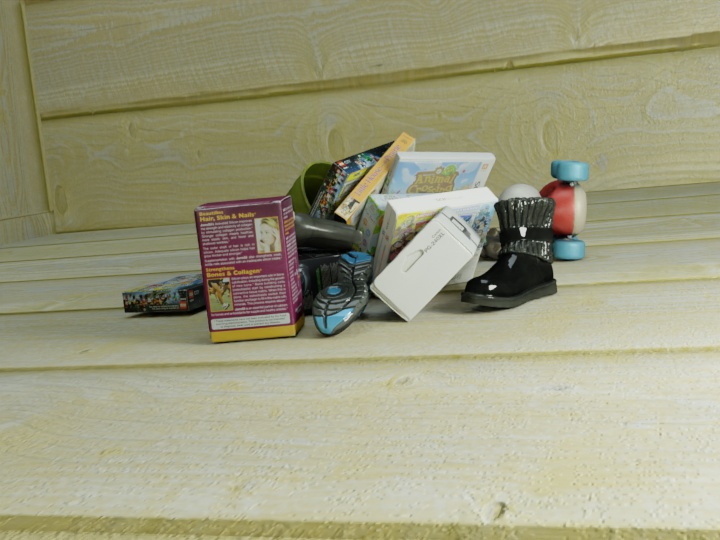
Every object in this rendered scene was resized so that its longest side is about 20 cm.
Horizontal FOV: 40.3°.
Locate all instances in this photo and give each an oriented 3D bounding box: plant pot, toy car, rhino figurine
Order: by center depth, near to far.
[{"bbox_3d":[-0.093,-0.073,1.879,0.193,0.201,0.200,-38,-12,34],"label":"plant pot"},{"bbox_3d":[0.338,-0.124,1.930,0.199,0.185,0.177,2,8,4],"label":"toy car"},{"bbox_3d":[0.258,-0.054,2.014,0.087,0.060,0.200,12,-3,-31],"label":"rhino figurine"}]

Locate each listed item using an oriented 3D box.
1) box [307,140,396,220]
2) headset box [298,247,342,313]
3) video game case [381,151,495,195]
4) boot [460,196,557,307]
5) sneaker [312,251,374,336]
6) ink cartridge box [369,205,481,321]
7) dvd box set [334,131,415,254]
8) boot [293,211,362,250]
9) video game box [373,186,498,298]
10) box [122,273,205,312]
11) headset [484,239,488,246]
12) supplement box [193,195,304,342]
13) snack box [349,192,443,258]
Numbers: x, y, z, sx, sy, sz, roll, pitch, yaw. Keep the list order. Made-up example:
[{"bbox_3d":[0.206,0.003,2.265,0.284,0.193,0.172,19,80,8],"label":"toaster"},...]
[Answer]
[{"bbox_3d":[-0.006,-0.149,1.747,0.038,0.137,0.200,40,34,16],"label":"box"},{"bbox_3d":[-0.144,0.023,1.636,0.199,0.093,0.174,-9,9,-19],"label":"headset box"},{"bbox_3d":[0.123,-0.128,1.724,0.199,0.182,0.022,-3,42,-29],"label":"video game case"},{"bbox_3d":[0.226,-0.031,1.502,0.079,0.159,0.211,4,12,42],"label":"boot"},{"bbox_3d":[-0.017,0.050,1.459,0.073,0.082,0.200,6,30,15],"label":"sneaker"},{"bbox_3d":[0.105,-0.014,1.513,0.145,0.083,0.200,-47,-1,14],"label":"ink cartridge box"},{"bbox_3d":[0.025,-0.131,1.715,0.029,0.200,0.146,34,-20,14],"label":"dvd box set"},{"bbox_3d":[-0.077,-0.058,1.647,0.138,0.078,0.200,9,4,-7],"label":"boot"},{"bbox_3d":[0.121,-0.048,1.669,0.199,0.183,0.047,-9,46,-27],"label":"video game box"},{"bbox_3d":[-0.322,0.038,1.804,0.136,0.038,0.200,-2,8,23],"label":"box"},{"bbox_3d":[0.161,-0.052,1.951,0.123,0.094,0.200,-12,-4,-40],"label":"headset"},{"bbox_3d":[-0.161,-0.004,1.446,0.130,0.201,0.103,-4,8,6],"label":"supplement box"},{"bbox_3d":[0.091,-0.065,1.708,0.199,0.143,0.053,-4,40,-30],"label":"snack box"}]
